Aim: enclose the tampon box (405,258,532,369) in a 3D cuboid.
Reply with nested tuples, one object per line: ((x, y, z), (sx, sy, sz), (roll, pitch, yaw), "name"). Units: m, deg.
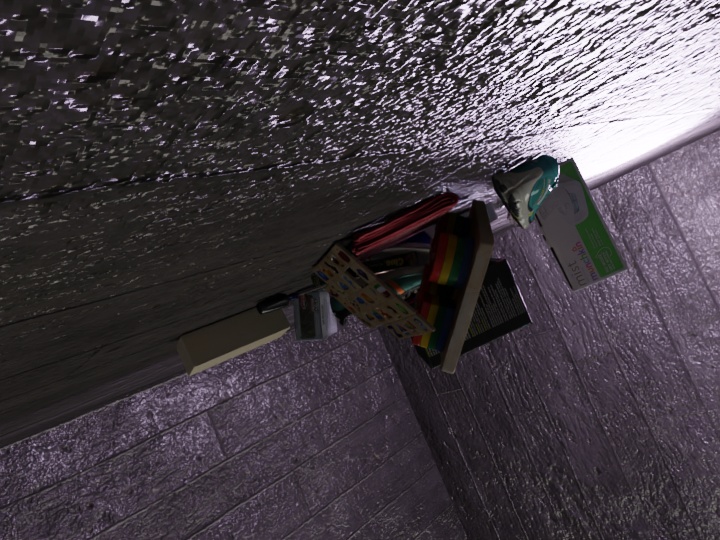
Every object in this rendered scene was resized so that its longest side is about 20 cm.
((0.184, 0.074, 1.002), (0.199, 0.127, 0.150), (-24, -177, -3), "tampon box")

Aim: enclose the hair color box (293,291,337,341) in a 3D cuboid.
((-0.097, 0.097, 1.186), (0.060, 0.100, 0.200), (-5, 177, 5), "hair color box")

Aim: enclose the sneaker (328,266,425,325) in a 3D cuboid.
((0.045, 0.045, 0.949), (0.199, 0.080, 0.071), (-13, 176, 3), "sneaker")

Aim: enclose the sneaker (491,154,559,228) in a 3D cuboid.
((0.231, -0.108, 0.723), (0.079, 0.078, 0.200), (-33, 173, 13), "sneaker")

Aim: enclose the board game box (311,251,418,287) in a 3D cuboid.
((0.000, 0.000, 0.856), (0.104, 0.024, 0.200), (-15, 180, -23), "board game box")

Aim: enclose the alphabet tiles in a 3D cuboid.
((0.007, 0.040, 0.763), (0.008, 0.167, 0.200), (-50, -175, -18), "alphabet tiles")

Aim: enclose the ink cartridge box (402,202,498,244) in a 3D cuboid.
((0.150, -0.068, 0.987), (0.199, 0.039, 0.099), (-21, 176, -28), "ink cartridge box")

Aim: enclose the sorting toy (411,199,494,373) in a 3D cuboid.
((0.128, 0.009, 0.788), (0.069, 0.200, 0.200), (14, -157, 4), "sorting toy")

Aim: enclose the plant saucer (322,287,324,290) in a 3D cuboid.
((0.011, -0.006, 1.131), (0.199, 0.019, 0.070), (-25, 176, -3), "plant saucer")

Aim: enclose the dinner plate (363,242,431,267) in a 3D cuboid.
((0.090, -0.019, 0.964), (0.199, 0.024, 0.200), (2, 163, 1), "dinner plate")

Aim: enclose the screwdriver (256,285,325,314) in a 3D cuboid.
((-0.106, 0.044, 1.011), (0.199, 0.028, 0.029), (-16, 143, -37), "screwdriver")

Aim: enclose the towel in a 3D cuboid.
((0.050, -0.054, 0.732), (0.144, 0.023, 0.200), (-25, 178, -4), "towel")

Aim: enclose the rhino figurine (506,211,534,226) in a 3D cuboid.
((0.380, -0.140, 1.188), (0.087, 0.060, 0.200), (-13, 173, 2), "rhino figurine")

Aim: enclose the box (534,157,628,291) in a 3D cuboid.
((0.363, -0.077, 0.934), (0.096, 0.201, 0.176), (-25, 174, 17), "box")

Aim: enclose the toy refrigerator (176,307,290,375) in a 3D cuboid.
((-0.244, 0.125, 1.031), (0.199, 0.070, 0.076), (-22, 169, -31), "toy refrigerator")
